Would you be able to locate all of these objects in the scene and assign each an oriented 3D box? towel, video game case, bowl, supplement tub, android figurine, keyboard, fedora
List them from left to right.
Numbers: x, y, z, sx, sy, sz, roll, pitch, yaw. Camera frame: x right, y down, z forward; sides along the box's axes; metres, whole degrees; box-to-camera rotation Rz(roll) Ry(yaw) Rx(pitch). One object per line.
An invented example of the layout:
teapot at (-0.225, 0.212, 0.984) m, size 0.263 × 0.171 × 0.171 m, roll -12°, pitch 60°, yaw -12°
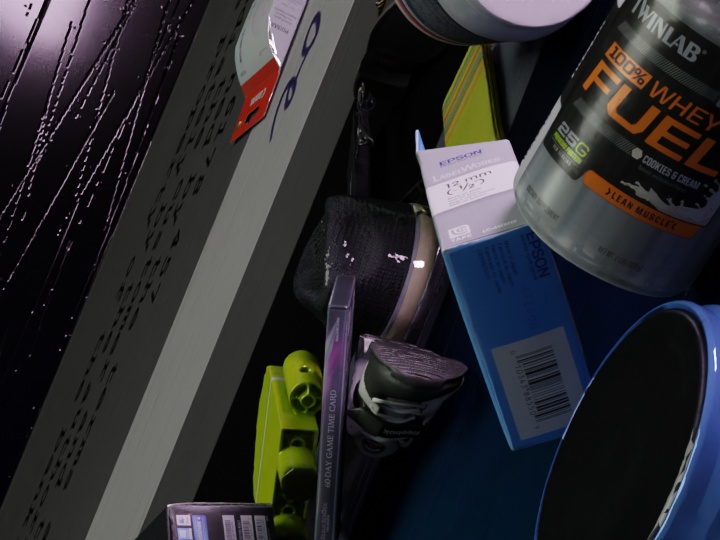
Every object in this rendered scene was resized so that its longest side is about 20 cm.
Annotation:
android figurine at (-0.059, 0.155, 1.796) m, size 0.200 × 0.041 × 0.182 m, roll -105°, pitch 21°, yaw -68°
video game case at (-0.019, 0.113, 1.661) m, size 0.143 × 0.019 × 0.200 m, roll -78°, pitch -7°, yaw -81°
fedora at (0.000, 0.000, 1.794) m, size 0.201 × 0.092 × 0.201 m, roll -160°, pitch 90°, yaw -78°
keyboard at (0.001, -0.095, 2.071) m, size 0.200 × 0.021 × 0.127 m, roll -92°, pitch 7°, yaw -59°
towel at (0.094, -0.119, 1.817) m, size 0.200 × 0.018 × 0.086 m, roll -92°, pitch 23°, yaw -58°
supplement tub at (0.106, -0.247, 1.710) m, size 0.140 × 0.140 × 0.200 m, roll -67°, pitch 14°, yaw -1°
bowl at (0.152, 0.108, 1.176) m, size 0.201 × 0.039 × 0.201 m, roll -59°, pitch 15°, yaw 28°
supplement tub at (0.180, -0.096, 1.223) m, size 0.200 × 0.122 × 0.123 m, roll -61°, pitch 15°, yaw 24°

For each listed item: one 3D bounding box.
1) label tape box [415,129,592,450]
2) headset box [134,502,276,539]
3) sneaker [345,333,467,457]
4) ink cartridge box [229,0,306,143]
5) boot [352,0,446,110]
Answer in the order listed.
label tape box at (0.090, 0.000, 1.371) m, size 0.066 × 0.143 × 0.200 m, roll -18°, pitch 24°, yaw 6°
headset box at (-0.136, 0.298, 1.739) m, size 0.200 × 0.093 × 0.174 m, roll 134°, pitch 134°, yaw -56°
sneaker at (0.028, 0.098, 1.610) m, size 0.200 × 0.074 × 0.089 m, roll 176°, pitch 109°, yaw -86°
ink cartridge box at (-0.134, -0.281, 2.873) m, size 0.200 × 0.057 × 0.163 m, roll -66°, pitch 13°, yaw -17°
boot at (0.047, -0.267, 2.118) m, size 0.200 × 0.069 × 0.174 m, roll 129°, pitch 159°, yaw -54°
